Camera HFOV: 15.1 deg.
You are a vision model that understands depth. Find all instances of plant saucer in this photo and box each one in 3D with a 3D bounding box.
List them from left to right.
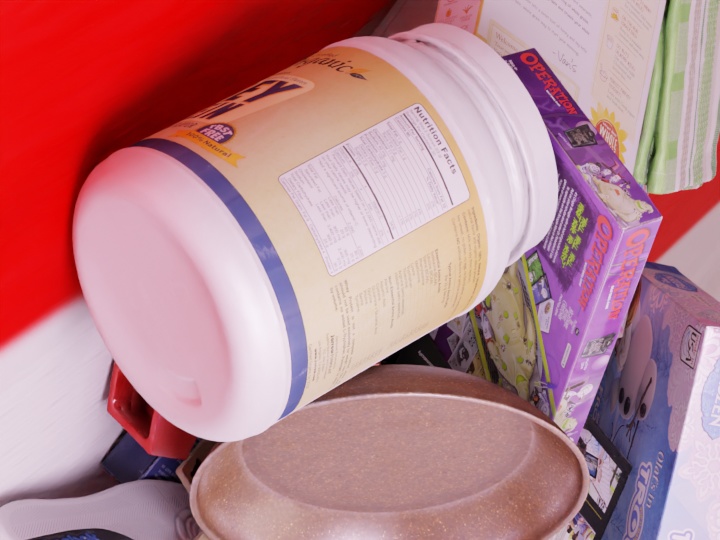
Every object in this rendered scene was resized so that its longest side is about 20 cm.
[{"bbox_3d":[0.014,0.098,1.352,0.201,0.199,0.037,92,-5,-57],"label":"plant saucer"}]

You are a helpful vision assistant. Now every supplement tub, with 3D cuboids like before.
[{"bbox_3d":[-0.019,-0.023,1.269,0.199,0.144,0.145,-29,149,-31],"label":"supplement tub"}]

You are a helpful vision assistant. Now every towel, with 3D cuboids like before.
[{"bbox_3d":[0.192,-0.122,1.631,0.200,0.030,0.150,-12,107,-74],"label":"towel"}]

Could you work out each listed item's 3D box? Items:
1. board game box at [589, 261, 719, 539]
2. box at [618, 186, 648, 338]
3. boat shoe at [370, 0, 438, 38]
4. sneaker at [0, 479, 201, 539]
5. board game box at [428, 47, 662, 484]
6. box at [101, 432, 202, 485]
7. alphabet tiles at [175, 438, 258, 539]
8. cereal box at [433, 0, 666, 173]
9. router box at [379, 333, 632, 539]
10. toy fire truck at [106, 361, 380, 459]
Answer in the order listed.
[{"bbox_3d":[0.174,0.110,1.621,0.199,0.043,0.201,-131,-127,-75],"label":"board game box"},{"bbox_3d":[0.123,-0.072,1.632,0.095,0.102,0.201,57,43,-70],"label":"box"},{"bbox_3d":[0.046,-0.114,1.493,0.200,0.073,0.062,-42,149,-26],"label":"boat shoe"},{"bbox_3d":[-0.139,0.173,1.410,0.199,0.073,0.112,6,124,-49],"label":"sneaker"},{"bbox_3d":[0.086,0.001,1.354,0.032,0.120,0.201,-14,144,-24],"label":"board game box"},{"bbox_3d":[-0.066,0.084,1.496,0.200,0.032,0.121,-51,146,-6],"label":"box"},{"bbox_3d":[-0.025,0.160,1.448,0.201,0.006,0.167,61,39,-18],"label":"alphabet tiles"},{"bbox_3d":[0.102,-0.135,1.441,0.144,0.039,0.201,37,54,-37],"label":"cereal box"},{"bbox_3d":[0.060,0.109,1.509,0.200,0.051,0.150,50,53,-32],"label":"router box"},{"bbox_3d":[-0.037,0.002,1.397,0.140,0.049,0.201,8,110,-40],"label":"toy fire truck"}]
